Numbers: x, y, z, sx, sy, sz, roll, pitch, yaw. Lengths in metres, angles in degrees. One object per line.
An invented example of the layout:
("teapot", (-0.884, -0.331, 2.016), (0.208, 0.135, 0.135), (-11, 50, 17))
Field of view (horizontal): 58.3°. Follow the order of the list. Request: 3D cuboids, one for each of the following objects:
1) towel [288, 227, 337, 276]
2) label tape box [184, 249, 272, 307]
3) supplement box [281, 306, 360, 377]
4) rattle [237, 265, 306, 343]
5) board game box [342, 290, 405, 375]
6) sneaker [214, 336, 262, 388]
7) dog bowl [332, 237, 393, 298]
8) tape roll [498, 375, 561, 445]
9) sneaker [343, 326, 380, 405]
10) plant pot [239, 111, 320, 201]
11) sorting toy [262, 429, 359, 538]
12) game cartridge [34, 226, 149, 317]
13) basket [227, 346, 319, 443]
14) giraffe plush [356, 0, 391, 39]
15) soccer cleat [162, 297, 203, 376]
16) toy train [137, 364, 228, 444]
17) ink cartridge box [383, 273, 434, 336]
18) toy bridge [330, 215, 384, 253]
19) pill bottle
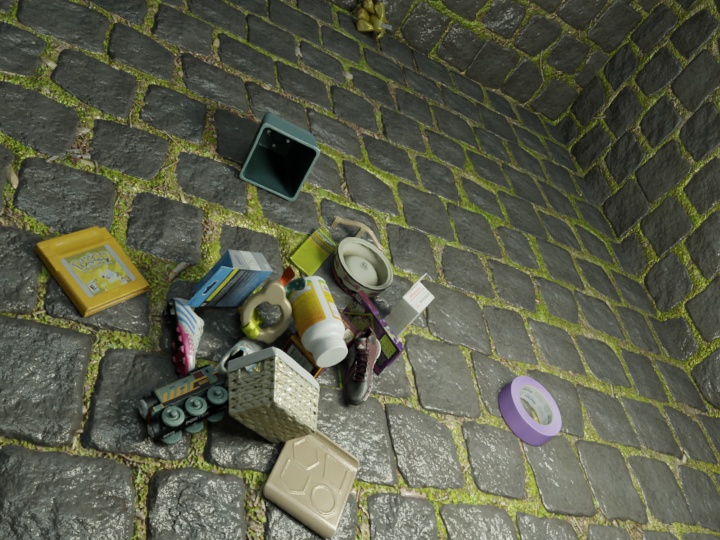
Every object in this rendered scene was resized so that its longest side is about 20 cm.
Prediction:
("towel", (-0.140, -0.056, 1.933), (0.085, 0.018, 0.201), (39, 37, -1))
("label tape box", (-0.323, 0.020, 1.544), (0.067, 0.143, 0.199), (54, 20, 21))
("supplement box", (-0.101, 0.189, 1.659), (0.110, 0.086, 0.199), (45, 37, 9))
("rattle", (-0.214, 0.061, 1.558), (0.127, 0.204, 0.143), (23, 12, -8))
("board game box", (0.027, 0.170, 1.763), (0.032, 0.120, 0.202), (-15, 63, -51))
("sneaker", (-0.275, 0.201, 1.495), (0.074, 0.087, 0.201), (36, 35, 0))
("dog bowl", (0.000, 0.000, 1.952), (0.196, 0.074, 0.203), (23, 39, -20))
("tape roll", (0.520, 0.428, 1.978), (0.196, 0.066, 0.203), (24, 39, -20))
("sneaker", (-0.004, 0.231, 1.647), (0.073, 0.117, 0.204), (4, 51, 15))
("plant pot", (-0.256, -0.379, 2.030), (0.192, 0.198, 0.202), (22, 29, -22))
("sorting toy", (-0.106, 0.458, 1.427), (0.183, 0.037, 0.202), (36, 41, -6))
("game cartridge", (-0.604, -0.006, 1.462), (0.201, 0.033, 0.175), (49, 37, 10))
("basket", (-0.187, 0.276, 1.397), (0.201, 0.132, 0.126), (51, 28, -46))
("giraffe plush", (0.082, -1.265, 3.269), (0.198, 0.175, 0.162), (34, 20, 0))
("soccer cleat", (-0.387, 0.145, 1.464), (0.085, 0.070, 0.203), (5, 49, -37))
("toy train", (-0.362, 0.275, 1.343), (0.197, 0.087, 0.114), (-21, 53, -40))
("ink cartridge box", (0.137, 0.111, 1.851), (0.068, 0.201, 0.115), (43, 37, 7))
("toy bridge", (-0.004, -0.118, 2.074), (0.197, 0.067, 0.027), (34, 36, -9))
("pill bottle", (-0.102, 0.125, 1.557), (0.109, 0.112, 0.203), (4, 47, -38))
